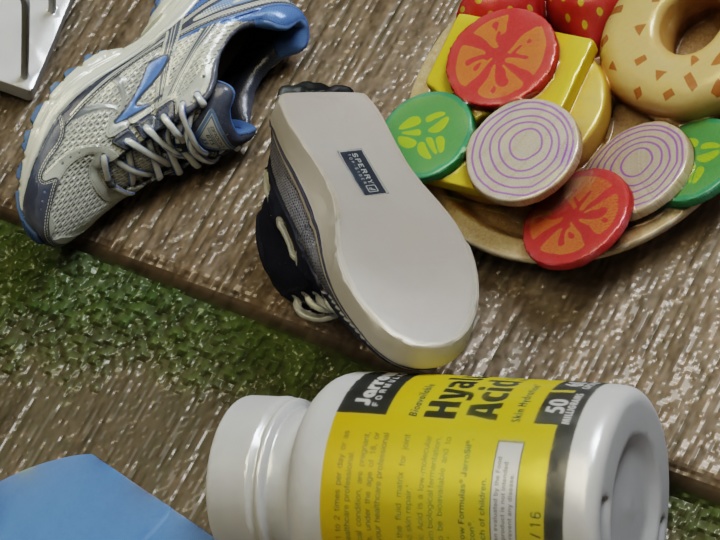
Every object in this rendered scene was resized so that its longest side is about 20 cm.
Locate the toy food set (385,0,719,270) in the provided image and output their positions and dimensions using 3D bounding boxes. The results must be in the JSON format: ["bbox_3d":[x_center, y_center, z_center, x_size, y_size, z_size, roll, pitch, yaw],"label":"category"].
[{"bbox_3d":[0.113,-0.088,1.285,0.199,0.049,0.199,14,67,30],"label":"toy food set"}]

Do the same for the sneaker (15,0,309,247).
[{"bbox_3d":[-0.106,-0.088,1.368,0.085,0.077,0.200,34,78,31],"label":"sneaker"}]

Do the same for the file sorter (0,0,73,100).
[{"bbox_3d":[-0.218,-0.230,1.442,0.138,0.125,0.201,19,67,1],"label":"file sorter"}]

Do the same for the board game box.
[{"bbox_3d":[-0.138,0.185,1.239,0.199,0.039,0.158,29,69,32],"label":"board game box"}]

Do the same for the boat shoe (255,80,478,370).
[{"bbox_3d":[0.000,0.000,1.248,0.074,0.093,0.201,-2,41,-19],"label":"boat shoe"}]

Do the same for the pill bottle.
[{"bbox_3d":[0.034,0.104,1.164,0.199,0.111,0.112,1,61,25],"label":"pill bottle"}]
